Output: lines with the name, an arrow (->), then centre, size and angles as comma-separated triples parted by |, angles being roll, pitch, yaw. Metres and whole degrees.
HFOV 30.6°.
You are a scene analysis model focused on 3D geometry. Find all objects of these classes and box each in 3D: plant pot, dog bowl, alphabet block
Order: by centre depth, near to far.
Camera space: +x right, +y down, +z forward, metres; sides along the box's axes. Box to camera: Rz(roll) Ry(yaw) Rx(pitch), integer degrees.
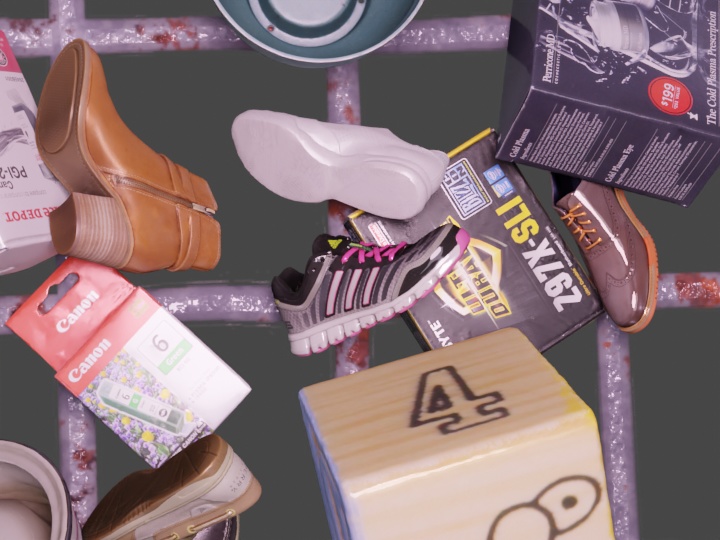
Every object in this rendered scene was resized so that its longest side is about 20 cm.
dog bowl -> -0.314, 0.242, 1.072 | 0.200, 0.074, 0.200 | -10, 50, 12
alphabet block -> 0.078, 0.186, 1.073 | 0.200, 0.196, 0.196 | -14, 113, -8
plant pot -> -0.042, -0.266, 1.159 | 0.200, 0.134, 0.201 | 1, 85, -6

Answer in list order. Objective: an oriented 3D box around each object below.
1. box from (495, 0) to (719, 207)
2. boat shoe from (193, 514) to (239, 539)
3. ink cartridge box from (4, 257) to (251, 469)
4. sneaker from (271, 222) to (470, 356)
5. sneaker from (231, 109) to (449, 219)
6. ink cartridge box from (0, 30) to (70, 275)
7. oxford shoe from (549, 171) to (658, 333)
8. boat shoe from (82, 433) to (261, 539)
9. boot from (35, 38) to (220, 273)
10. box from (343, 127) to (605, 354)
box -> 0.227, -0.181, 1.163 | 0.182, 0.104, 0.200 | 13, 57, -5
boat shoe -> -0.155, 0.282, 1.135 | 0.073, 0.065, 0.200 | 19, 82, -4
ink cartridge box -> -0.204, 0.076, 1.153 | 0.200, 0.050, 0.109 | 43, 82, -3
sneaker -> 0.000, 0.000, 1.134 | 0.200, 0.074, 0.088 | -29, 97, 30
sneaker -> -0.017, -0.104, 1.178 | 0.200, 0.075, 0.089 | 20, 41, 20
ink cartridge box -> -0.326, -0.098, 1.097 | 0.085, 0.146, 0.200 | -23, 90, 19
oxford shoe -> 0.207, -0.037, 1.178 | 0.073, 0.071, 0.200 | 6, 58, -35
boat shoe -> -0.162, 0.203, 1.097 | 0.066, 0.200, 0.074 | 43, 43, -20
boot -> -0.195, -0.092, 1.138 | 0.155, 0.074, 0.201 | 8, 73, -43
box -> 0.104, -0.004, 1.200 | 0.160, 0.049, 0.200 | -32, 90, -10
